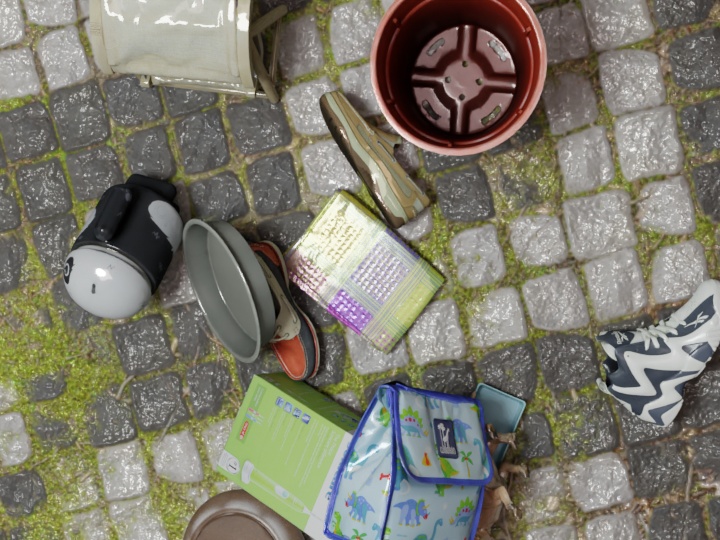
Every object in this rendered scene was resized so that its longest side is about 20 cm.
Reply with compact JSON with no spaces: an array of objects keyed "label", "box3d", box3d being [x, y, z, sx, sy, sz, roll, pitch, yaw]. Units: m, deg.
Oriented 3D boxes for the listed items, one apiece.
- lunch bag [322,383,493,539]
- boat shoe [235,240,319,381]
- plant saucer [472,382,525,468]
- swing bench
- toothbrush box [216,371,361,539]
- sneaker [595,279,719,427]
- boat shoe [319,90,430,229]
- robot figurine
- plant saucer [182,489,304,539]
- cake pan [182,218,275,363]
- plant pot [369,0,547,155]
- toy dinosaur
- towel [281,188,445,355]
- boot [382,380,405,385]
[{"label":"lunch bag","box3d":[0.068,0.245,1.132,0.127,0.169,0.203,11,87,48]},{"label":"boat shoe","box3d":[-0.114,0.060,1.256,0.070,0.062,0.203,-16,97,26]},{"label":"plant saucer","box3d":[0.156,0.255,1.267,0.069,0.019,0.202,22,99,6]},{"label":"swing bench","box3d":[-0.212,-0.293,1.176,0.196,0.200,0.132,7,97,8]},{"label":"toothbrush box","box3d":[-0.073,0.246,1.237,0.198,0.086,0.147,27,100,27]},{"label":"sneaker","box3d":[0.371,0.087,1.184,0.128,0.080,0.201,23,109,-3]},{"label":"boat shoe","box3d":[0.022,-0.157,1.228,0.076,0.072,0.201,-33,97,-4]},{"label":"robot figurine","box3d":[-0.311,-0.033,1.231,0.124,0.202,0.150,-10,136,37]},{"label":"plant saucer","box3d":[-0.169,0.412,1.308,0.197,0.032,0.203,-1,87,17]},{"label":"cake pan","box3d":[-0.171,0.022,1.221,0.036,0.200,0.202,-24,92,-27]},{"label":"plant pot","box3d":[0.123,-0.240,1.132,0.198,0.195,0.204,1,96,9]},{"label":"toy dinosaur","box3d":[0.144,0.270,1.224,0.134,0.085,0.203,-23,81,30]},{"label":"towel","box3d":[0.000,0.000,1.262,0.199,0.023,0.144,39,100,3]},{"label":"boot","box3d":[0.059,0.274,1.261,0.164,0.066,0.202,29,96,7]}]
